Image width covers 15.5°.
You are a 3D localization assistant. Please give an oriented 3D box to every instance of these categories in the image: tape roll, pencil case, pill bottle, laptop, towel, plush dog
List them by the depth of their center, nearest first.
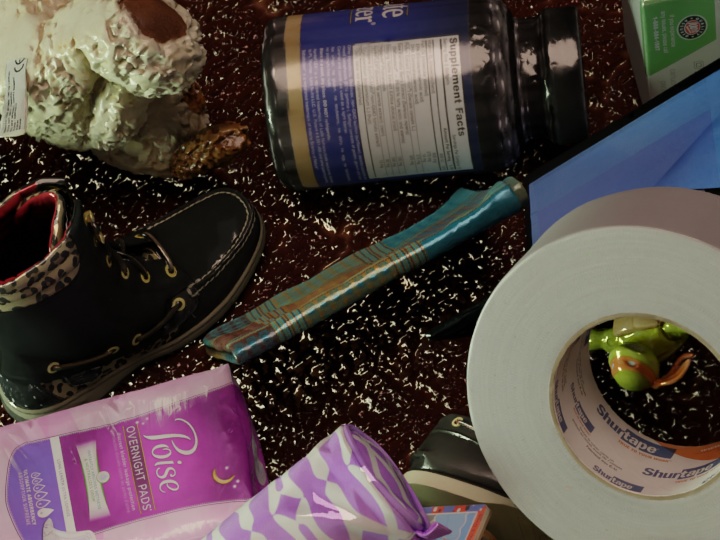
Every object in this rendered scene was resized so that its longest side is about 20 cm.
[{"bbox_3d":[0.159,0.060,1.394,0.199,0.202,0.066,14,26,18],"label":"tape roll"},{"bbox_3d":[-0.052,0.174,1.458,0.200,0.084,0.086,-42,59,10],"label":"pencil case"},{"bbox_3d":[0.135,-0.047,1.527,0.177,0.199,0.104,-32,76,30],"label":"laptop"},{"bbox_3d":[0.000,0.000,1.588,0.199,0.147,0.022,-29,94,-9],"label":"towel"},{"bbox_3d":[0.042,-0.114,1.664,0.198,0.112,0.113,-6,56,5],"label":"pill bottle"},{"bbox_3d":[-0.161,-0.117,1.670,0.161,0.171,0.200,-49,45,8],"label":"plush dog"}]

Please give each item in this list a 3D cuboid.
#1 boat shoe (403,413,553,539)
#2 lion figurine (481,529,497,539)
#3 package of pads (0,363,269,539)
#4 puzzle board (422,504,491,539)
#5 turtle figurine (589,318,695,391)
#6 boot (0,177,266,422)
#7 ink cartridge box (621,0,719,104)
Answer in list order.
[{"bbox_3d":[0.121,0.139,1.504,0.200,0.074,0.063,21,59,19],"label":"boat shoe"},{"bbox_3d":[0.045,0.236,1.449,0.122,0.073,0.200,32,58,11],"label":"lion figurine"},{"bbox_3d":[-0.152,0.141,1.548,0.198,0.076,0.121,-14,57,0],"label":"package of pads"},{"bbox_3d":[-0.018,0.215,1.460,0.150,0.017,0.201,-10,46,48],"label":"puzzle board"},{"bbox_3d":[0.183,0.014,1.569,0.199,0.064,0.162,-22,36,42],"label":"turtle figurine"},{"bbox_3d":[-0.148,-0.008,1.598,0.203,0.154,0.073,-39,59,-16],"label":"boot"},{"bbox_3d":[0.267,-0.172,1.645,0.198,0.146,0.088,-12,56,1],"label":"ink cartridge box"}]
